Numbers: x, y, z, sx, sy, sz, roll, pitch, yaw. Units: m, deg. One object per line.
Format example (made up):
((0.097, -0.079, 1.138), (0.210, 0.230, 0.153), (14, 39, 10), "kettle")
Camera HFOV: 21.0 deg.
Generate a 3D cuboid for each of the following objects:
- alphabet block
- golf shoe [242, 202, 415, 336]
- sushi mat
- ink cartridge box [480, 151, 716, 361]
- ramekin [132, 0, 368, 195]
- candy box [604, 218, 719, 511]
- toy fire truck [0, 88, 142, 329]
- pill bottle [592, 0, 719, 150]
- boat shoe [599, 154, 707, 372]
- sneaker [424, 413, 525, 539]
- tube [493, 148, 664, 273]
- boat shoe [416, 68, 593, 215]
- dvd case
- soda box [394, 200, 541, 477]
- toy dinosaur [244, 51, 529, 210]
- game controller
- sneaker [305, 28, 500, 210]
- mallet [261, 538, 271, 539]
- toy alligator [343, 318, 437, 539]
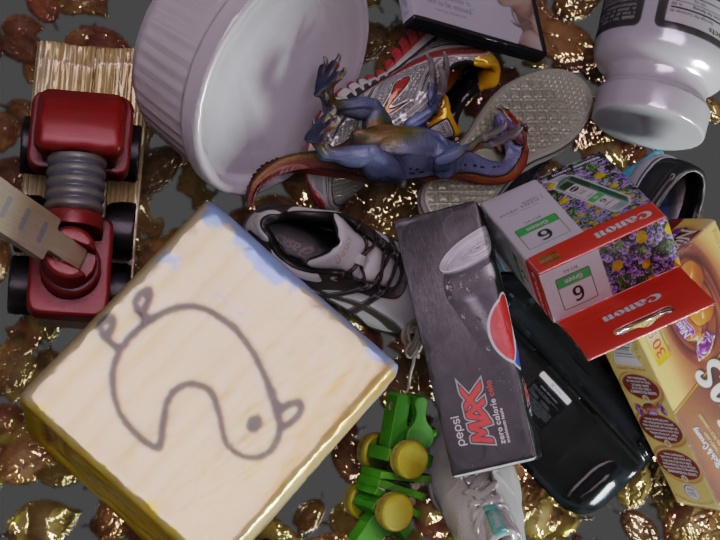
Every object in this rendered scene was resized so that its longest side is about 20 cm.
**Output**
((-0.116, 0.099, 1.453), (0.195, 0.196, 0.200), (40, 75, 5), "alphabet block")
((0.000, 0.000, 1.540), (0.199, 0.094, 0.078), (16, 82, -3), "golf shoe")
((-0.224, -0.089, 1.576), (0.095, 0.012, 0.201), (5, 77, -8), "sushi mat")
((0.176, -0.015, 1.468), (0.109, 0.200, 0.050), (-24, 119, -5), "ink cartridge box")
((-0.092, -0.167, 1.524), (0.094, 0.202, 0.203), (29, 73, 28), "ramekin")
((0.263, 0.074, 1.525), (0.117, 0.056, 0.200), (-38, 111, -27), "candy box")
((-0.230, -0.060, 1.458), (0.128, 0.200, 0.177), (5, 77, -7), "toy fire truck")
((0.257, -0.210, 1.615), (0.115, 0.116, 0.201), (15, 76, -3), "pill bottle")
((0.225, 0.002, 1.567), (0.068, 0.057, 0.201), (18, 88, -26), "boat shoe")
((0.100, 0.195, 1.510), (0.075, 0.089, 0.201), (-10, 72, -7), "sneaker")
((0.182, -0.029, 1.600), (0.199, 0.050, 0.078), (-24, 91, -17), "tube")
((0.115, -0.094, 1.598), (0.075, 0.062, 0.200), (41, 66, 7), "boat shoe")
((0.080, -0.272, 1.602), (0.142, 0.018, 0.201), (10, 58, -35), "dvd case")
((0.082, 0.053, 1.481), (0.071, 0.063, 0.201), (-14, 84, 8), "soda box")
((0.039, -0.101, 1.527), (0.181, 0.200, 0.105), (27, 42, -33), "toy dinosaur")
((0.146, 0.098, 1.543), (0.104, 0.042, 0.200), (-43, 97, 5), "game controller")
((0.032, -0.124, 1.571), (0.082, 0.078, 0.200), (34, 74, 33), "sneaker")
((-0.026, 0.298, 1.500), (0.066, 0.041, 0.200), (-42, 89, -16), "mallet")
((0.036, 0.141, 1.527), (0.054, 0.059, 0.201), (20, 83, -33), "toy alligator")
